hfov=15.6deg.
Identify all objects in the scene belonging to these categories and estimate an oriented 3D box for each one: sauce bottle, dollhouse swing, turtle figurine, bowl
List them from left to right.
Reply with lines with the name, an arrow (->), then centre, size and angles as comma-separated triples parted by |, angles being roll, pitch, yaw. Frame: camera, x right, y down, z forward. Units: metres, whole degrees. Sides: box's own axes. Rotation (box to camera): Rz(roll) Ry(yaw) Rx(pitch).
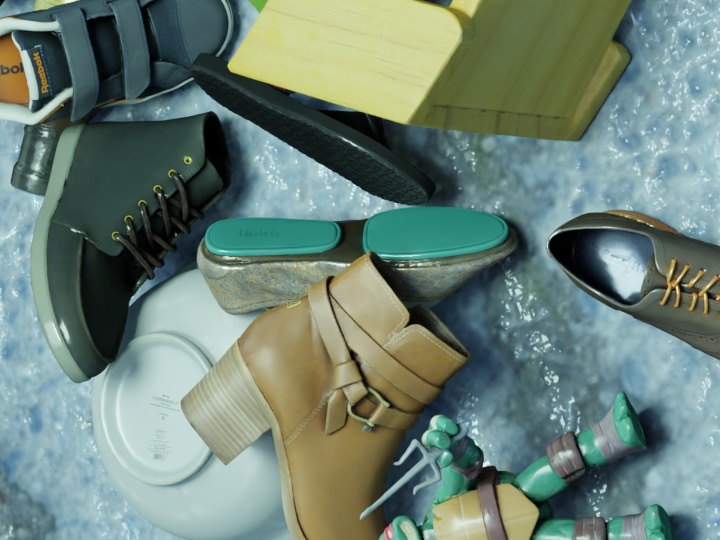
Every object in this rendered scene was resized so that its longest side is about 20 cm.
sauce bottle -> -0.192, -0.149, 1.761 | 0.064, 0.065, 0.201 | 20, 102, 32
bowl -> -0.104, 0.087, 1.684 | 0.200, 0.090, 0.202 | -1, 89, 34
dollhouse swing -> 0.059, -0.174, 1.512 | 0.181, 0.200, 0.177 | 19, 101, 32
turtle figurine -> 0.078, 0.149, 1.550 | 0.199, 0.101, 0.151 | -18, 97, 10

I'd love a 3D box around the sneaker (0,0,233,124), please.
sneaker -> -0.178, -0.137, 1.692 | 0.199, 0.079, 0.079 | -15, 101, -1

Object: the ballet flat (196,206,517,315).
ballet flat -> 0.000, 0.000, 1.624 | 0.199, 0.068, 0.068 | 0, 124, 11

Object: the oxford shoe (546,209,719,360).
oxford shoe -> 0.195, 0.017, 1.497 | 0.199, 0.073, 0.072 | 18, 99, 32

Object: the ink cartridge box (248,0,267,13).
ink cartridge box -> -0.099, -0.281, 1.692 | 0.200, 0.076, 0.148 | 48, 114, 26

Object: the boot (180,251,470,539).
boot -> 0.008, 0.096, 1.598 | 0.155, 0.077, 0.200 | -39, 101, 11

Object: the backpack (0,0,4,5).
backpack -> -0.278, -0.293, 1.781 | 0.166, 0.126, 0.201 | 24, 102, 19

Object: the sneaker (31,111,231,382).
sneaker -> -0.142, -0.024, 1.661 | 0.106, 0.075, 0.201 | -12, 50, 16

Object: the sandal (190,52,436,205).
sandal -> -0.027, -0.100, 1.651 | 0.200, 0.075, 0.045 | 31, 75, 36
